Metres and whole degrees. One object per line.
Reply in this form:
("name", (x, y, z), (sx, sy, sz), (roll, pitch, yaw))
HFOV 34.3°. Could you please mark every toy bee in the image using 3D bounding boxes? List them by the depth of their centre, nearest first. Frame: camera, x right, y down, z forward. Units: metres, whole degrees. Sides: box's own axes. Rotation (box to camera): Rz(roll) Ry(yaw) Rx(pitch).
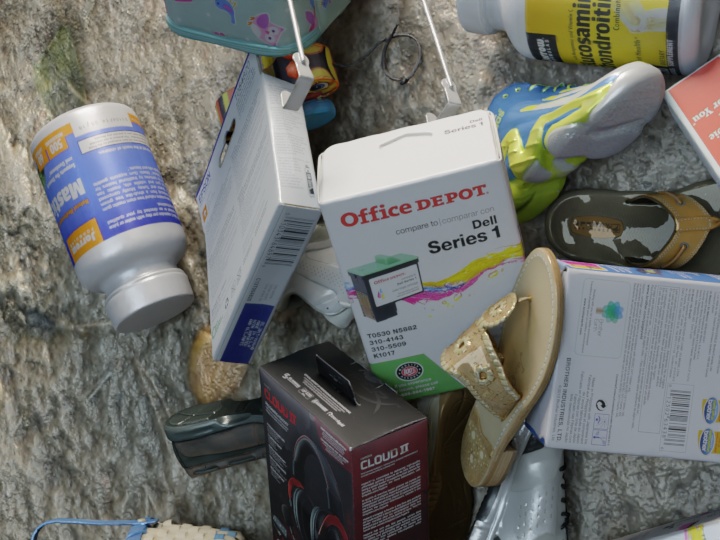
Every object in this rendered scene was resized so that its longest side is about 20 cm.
("toy bee", (-0.062, -0.176, 1.048), (0.200, 0.108, 0.132), (-43, 70, 18))

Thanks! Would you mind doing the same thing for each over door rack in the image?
("over door rack", (0.007, -0.218, 0.912), (0.067, 0.146, 0.203), (-38, 53, 54))

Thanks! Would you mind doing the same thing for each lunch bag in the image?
("lunch bag", (-0.079, -0.274, 1.023), (0.158, 0.201, 0.078), (13, 138, 23))

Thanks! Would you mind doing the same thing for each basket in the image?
("basket", (-0.202, 0.317, 1.070), (0.196, 0.139, 0.180), (-1, 87, -6))

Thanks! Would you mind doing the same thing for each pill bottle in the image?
("pill bottle", (0.182, -0.222, 0.933), (0.197, 0.112, 0.114), (11, 93, 25))
("pill bottle", (-0.234, -0.048, 1.121), (0.111, 0.112, 0.202), (-29, 76, 21))

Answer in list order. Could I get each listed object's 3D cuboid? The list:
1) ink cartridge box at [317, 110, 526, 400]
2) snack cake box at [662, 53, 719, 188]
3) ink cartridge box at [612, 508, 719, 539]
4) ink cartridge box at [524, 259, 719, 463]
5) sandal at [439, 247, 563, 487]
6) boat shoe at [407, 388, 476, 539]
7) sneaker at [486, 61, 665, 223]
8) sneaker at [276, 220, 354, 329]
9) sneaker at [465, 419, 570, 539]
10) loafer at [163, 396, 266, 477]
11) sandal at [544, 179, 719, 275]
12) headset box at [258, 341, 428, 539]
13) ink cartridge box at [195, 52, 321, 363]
("ink cartridge box", (0.059, -0.007, 0.927), (0.143, 0.084, 0.202), (-13, 122, 8))
("snack cake box", (0.340, -0.134, 0.858), (0.199, 0.067, 0.116), (-34, 61, 15))
("ink cartridge box", (0.289, 0.244, 0.894), (0.198, 0.067, 0.118), (-23, 80, 24))
("ink cartridge box", (0.234, 0.070, 0.885), (0.197, 0.076, 0.139), (6, 98, -4))
("sandal", (0.091, 0.082, 0.880), (0.078, 0.069, 0.214), (-116, 32, -51))
("boat shoe", (0.053, 0.186, 1.010), (0.069, 0.073, 0.203), (21, 105, 44))
("sneaker", (0.153, -0.127, 0.939), (0.200, 0.075, 0.106), (-41, 54, 41))
("sneaker", (0.000, 0.000, 1.040), (0.198, 0.078, 0.101), (-5, 93, 34))
("sneaker", (0.146, 0.183, 0.969), (0.079, 0.074, 0.203), (22, 103, 13))
("loafer", (-0.085, 0.150, 1.078), (0.197, 0.072, 0.064), (-9, 106, 22))
("sandal", (0.239, -0.035, 0.932), (0.197, 0.054, 0.082), (2, 90, 25))
("headset box", (-0.014, 0.165, 0.946), (0.148, 0.074, 0.203), (34, 133, 50))
("ink cartridge box", (-0.093, -0.058, 1.008), (0.201, 0.040, 0.202), (119, 150, -43))
